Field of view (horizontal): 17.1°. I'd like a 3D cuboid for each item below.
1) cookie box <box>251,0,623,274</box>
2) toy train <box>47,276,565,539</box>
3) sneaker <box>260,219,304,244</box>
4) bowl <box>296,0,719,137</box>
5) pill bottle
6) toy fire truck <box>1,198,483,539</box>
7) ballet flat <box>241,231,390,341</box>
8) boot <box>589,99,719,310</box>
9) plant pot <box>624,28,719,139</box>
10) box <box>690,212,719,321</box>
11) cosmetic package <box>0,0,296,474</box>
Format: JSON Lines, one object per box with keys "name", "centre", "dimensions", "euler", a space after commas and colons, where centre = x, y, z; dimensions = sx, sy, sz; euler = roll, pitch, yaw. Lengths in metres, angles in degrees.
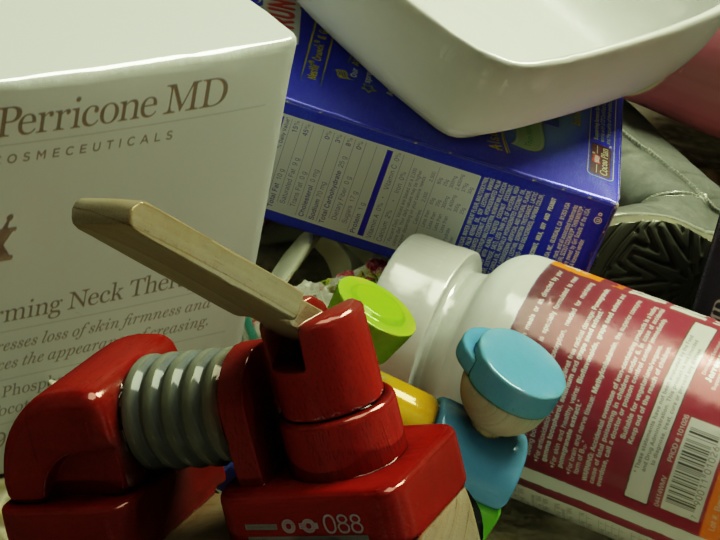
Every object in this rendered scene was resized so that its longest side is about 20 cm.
{"name": "cookie box", "centre": [0.026, -0.078, 1.199], "dimensions": [0.199, 0.075, 0.171], "euler": [18, 33, -4]}
{"name": "toy train", "centre": [-0.021, 0.050, 1.009], "dimensions": [0.200, 0.116, 0.085], "euler": [26, 26, -9]}
{"name": "sneaker", "centre": [-0.064, -0.065, 1.280], "dimensions": [0.199, 0.082, 0.088], "euler": [13, 26, 3]}
{"name": "bowl", "centre": [0.058, -0.141, 1.163], "dimensions": [0.200, 0.075, 0.200], "euler": [-21, 53, -41]}
{"name": "pill bottle", "centre": [0.101, 0.058, 1.092], "dimensions": [0.199, 0.110, 0.110], "euler": [21, 29, 15]}
{"name": "toy fire truck", "centre": [-0.065, 0.052, 0.898], "dimensions": [0.176, 0.201, 0.129], "euler": [-4, 18, 29]}
{"name": "ballet flat", "centre": [0.000, 0.000, 1.187], "dimensions": [0.064, 0.076, 0.200], "euler": [54, 33, -3]}
{"name": "boot", "centre": [0.135, -0.048, 1.342], "dimensions": [0.181, 0.073, 0.200], "euler": [8, 32, -39]}
{"name": "plant pot", "centre": [0.233, -0.158, 1.427], "dimensions": [0.179, 0.200, 0.200], "euler": [5, 27, -32]}
{"name": "box", "centre": [0.269, 0.027, 1.180], "dimensions": [0.199, 0.148, 0.104], "euler": [21, 29, 17]}
{"name": "cosmetic package", "centre": [-0.155, -0.040, 1.069], "dimensions": [0.167, 0.201, 0.166], "euler": [-12, 37, -37]}
